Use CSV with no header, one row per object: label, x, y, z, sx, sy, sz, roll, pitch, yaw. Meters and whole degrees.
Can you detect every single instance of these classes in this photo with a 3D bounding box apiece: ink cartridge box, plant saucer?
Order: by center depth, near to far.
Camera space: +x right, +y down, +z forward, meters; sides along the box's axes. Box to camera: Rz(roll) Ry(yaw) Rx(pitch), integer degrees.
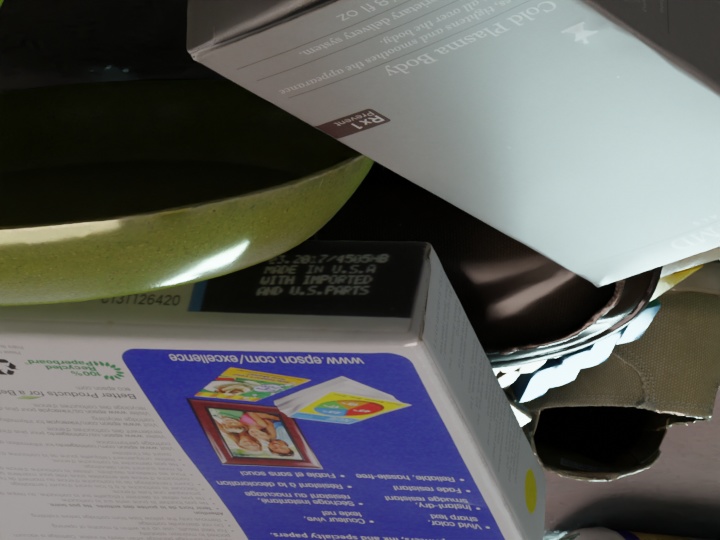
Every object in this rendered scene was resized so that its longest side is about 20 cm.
plant saucer,-0.090,-0.024,0.887,0.200,0.031,0.200,-5,-165,1
ink cartridge box,-0.045,0.057,0.961,0.197,0.047,0.200,0,149,19

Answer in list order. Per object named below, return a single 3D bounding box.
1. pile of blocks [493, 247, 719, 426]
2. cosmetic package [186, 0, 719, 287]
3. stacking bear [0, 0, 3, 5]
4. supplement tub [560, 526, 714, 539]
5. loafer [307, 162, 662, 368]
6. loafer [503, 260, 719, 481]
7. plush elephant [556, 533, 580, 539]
pile of blocks,0.042,0.015,1.043,0.200,0.062,0.082,-32,155,7
cosmetic package,0.052,-0.075,0.846,0.107,0.090,0.200,-21,145,35
stacking bear,-0.147,-0.090,0.793,0.113,0.122,0.200,-9,167,-9
supplement tub,0.185,0.204,1.414,0.200,0.146,0.145,8,156,-16
loafer,0.000,0.000,0.965,0.200,0.073,0.071,-4,-179,12
loafer,0.080,0.053,1.161,0.076,0.068,0.200,10,155,-21
plush elephant,0.005,0.150,1.102,0.200,0.165,0.155,-2,-161,-5
